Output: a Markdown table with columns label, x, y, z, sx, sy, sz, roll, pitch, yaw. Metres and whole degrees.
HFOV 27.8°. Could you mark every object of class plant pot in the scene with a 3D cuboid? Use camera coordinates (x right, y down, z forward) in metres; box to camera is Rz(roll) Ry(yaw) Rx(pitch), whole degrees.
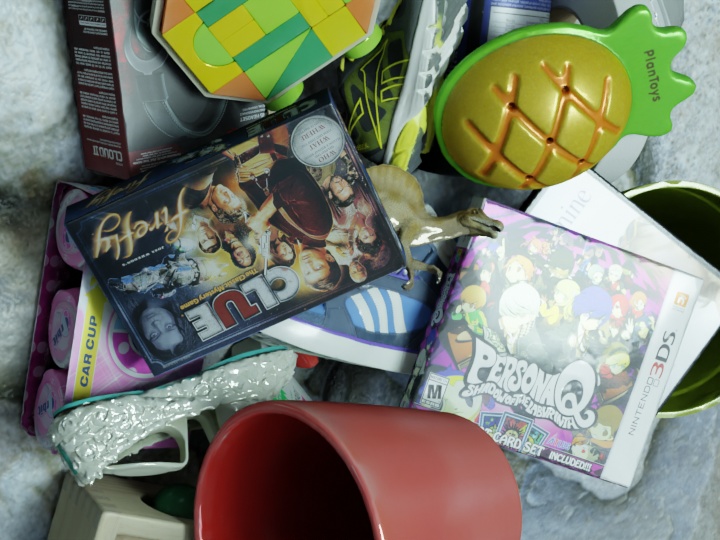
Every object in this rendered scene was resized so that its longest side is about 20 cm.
| label | x | y | z | sx | sy | sz | roll | pitch | yaw |
| --- | --- | --- | --- | --- | --- | --- | --- | --- | --- |
| plant pot | 0.242 | 0.011 | 1.304 | 0.200 | 0.193 | 0.201 | -2 | 99 | -10 |
| plant pot | 0.007 | 0.183 | 1.042 | 0.177 | 0.200 | 0.201 | -5 | 105 | -46 |

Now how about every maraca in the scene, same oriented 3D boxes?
| label | x | y | z | sx | sy | sz | roll | pitch | yaw |
| --- | --- | --- | --- | --- | --- | --- | --- | --- | --- |
| maraca | 0.153 | -0.129 | 1.102 | 0.200 | 0.107 | 0.137 | -17 | 129 | 4 |

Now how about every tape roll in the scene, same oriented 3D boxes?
| label | x | y | z | sx | sy | sz | roll | pitch | yaw |
| --- | --- | --- | --- | --- | --- | --- | --- | --- | --- |
| tape roll | 0.182 | -0.168 | 1.229 | 0.037 | 0.203 | 0.203 | -3 | 103 | -23 |

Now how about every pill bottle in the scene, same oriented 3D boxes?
| label | x | y | z | sx | sy | sz | roll | pitch | yaw |
| --- | --- | --- | --- | --- | --- | --- | --- | --- | --- |
| pill bottle | 0.099 | -0.180 | 1.219 | 0.112 | 0.112 | 0.200 | -2 | 103 | -37 |

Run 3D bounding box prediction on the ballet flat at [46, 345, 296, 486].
| label | x | y | z | sx | sy | sz | roll | pitch | yaw |
| --- | --- | --- | --- | --- | --- | --- | --- | --- | --- |
| ballet flat | -0.128 | 0.111 | 1.055 | 0.200 | 0.072 | 0.072 | -14 | 110 | -31 |

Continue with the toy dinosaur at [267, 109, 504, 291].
| label | x | y | z | sx | sy | sz | roll | pitch | yaw |
| --- | --- | --- | --- | --- | --- | --- | --- | --- | --- |
| toy dinosaur | 0.003 | -0.042 | 1.095 | 0.200 | 0.058 | 0.101 | 23 | 65 | -7 |

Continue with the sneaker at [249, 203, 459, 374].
| label | x | y | z | sx | sy | sz | roll | pitch | yaw |
| --- | --- | --- | --- | --- | --- | --- | --- | --- | --- |
| sneaker | 0.000 | 0.000 | 1.154 | 0.200 | 0.081 | 0.147 | 15 | 84 | -35 |

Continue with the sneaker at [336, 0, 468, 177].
| label | x | y | z | sx | sy | sz | roll | pitch | yaw |
| --- | --- | --- | --- | --- | --- | --- | --- | --- | --- |
| sneaker | 0.022 | -0.156 | 1.096 | 0.074 | 0.085 | 0.200 | -53 | 161 | -47 |

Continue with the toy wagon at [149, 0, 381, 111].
| label | x | y | z | sx | sy | sz | roll | pitch | yaw |
| --- | --- | --- | --- | --- | --- | --- | --- | --- | --- |
| toy wagon | -0.046 | -0.202 | 0.994 | 0.200 | 0.040 | 0.155 | -32 | 126 | 12 |

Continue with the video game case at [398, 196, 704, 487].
| label | x | y | z | sx | sy | sz | roll | pitch | yaw |
| --- | --- | --- | --- | --- | --- | --- | --- | --- | --- |
| video game case | 0.152 | 0.058 | 1.156 | 0.200 | 0.036 | 0.181 | 20 | 91 | -13 |

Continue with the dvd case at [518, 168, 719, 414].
| label | x | y | z | sx | sy | sz | roll | pitch | yaw |
| --- | --- | --- | --- | --- | --- | --- | --- | --- | --- |
| dvd case | 0.200 | 0.016 | 1.189 | 0.200 | 0.018 | 0.143 | 36 | 91 | -13 |

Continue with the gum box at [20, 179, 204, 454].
| label | x | y | z | sx | sy | sz | roll | pitch | yaw |
| --- | --- | --- | --- | --- | --- | --- | --- | --- | --- |
| gum box | -0.178 | 0.040 | 1.089 | 0.113 | 0.066 | 0.200 | 4 | 99 | -39 |

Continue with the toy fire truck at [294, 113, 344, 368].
| label | x | y | z | sx | sy | sz | roll | pitch | yaw |
| --- | --- | --- | --- | --- | --- | --- | --- | --- | --- |
| toy fire truck | -0.017 | -0.032 | 1.207 | 0.200 | 0.049 | 0.141 | -43 | 123 | -20 |

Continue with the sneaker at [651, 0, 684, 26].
| label | x | y | z | sx | sy | sz | roll | pitch | yaw |
| --- | --- | --- | --- | --- | --- | --- | --- | --- | --- |
| sneaker | 0.259 | -0.297 | 1.351 | 0.082 | 0.075 | 0.200 | -42 | 131 | -39 |

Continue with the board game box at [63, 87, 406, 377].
| label | x | y | z | sx | sy | sz | roll | pitch | yaw |
| --- | --- | --- | --- | --- | --- | --- | --- | --- | --- |
| board game box | -0.084 | -0.024 | 1.012 | 0.200 | 0.035 | 0.136 | -24 | 116 | 5 |

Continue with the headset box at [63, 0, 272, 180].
| label | x | y | z | sx | sy | sz | roll | pitch | yaw |
| --- | --- | --- | --- | --- | --- | --- | --- | --- | --- |
| headset box | -0.131 | -0.160 | 1.069 | 0.149 | 0.077 | 0.200 | -15 | 109 | -34 |

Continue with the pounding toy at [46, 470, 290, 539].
| label | x | y | z | sx | sy | sz | roll | pitch | yaw |
| --- | --- | --- | --- | --- | --- | --- | --- | --- | --- |
| pounding toy | -0.150 | 0.231 | 1.134 | 0.184 | 0.142 | 0.200 | 15 | 93 | -28 |

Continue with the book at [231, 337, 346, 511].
| label | x | y | z | sx | sy | sz | roll | pitch | yaw |
| --- | --- | --- | --- | --- | --- | --- | --- | --- | --- |
| book | -0.039 | 0.161 | 1.194 | 0.048 | 0.134 | 0.200 | -29 | 125 | 11 |
